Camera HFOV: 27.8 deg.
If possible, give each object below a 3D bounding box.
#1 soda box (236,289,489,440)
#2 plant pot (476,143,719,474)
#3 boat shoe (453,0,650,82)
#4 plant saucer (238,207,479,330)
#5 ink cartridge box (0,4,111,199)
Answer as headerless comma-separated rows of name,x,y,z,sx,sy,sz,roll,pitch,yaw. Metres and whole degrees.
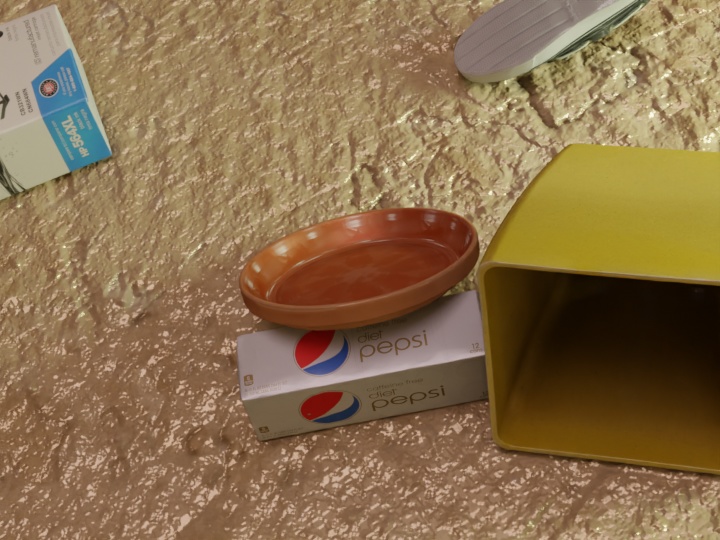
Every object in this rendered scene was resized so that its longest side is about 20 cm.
soda box,0.004,0.076,1.161,0.198,0.068,0.064,-11,54,4
plant pot,0.207,0.013,1.096,0.198,0.201,0.177,5,46,15
boat shoe,0.184,-0.221,1.334,0.199,0.071,0.073,-24,65,20
plant saucer,0.000,0.000,1.190,0.199,0.033,0.201,-10,22,4
ink cartridge box,-0.355,-0.147,1.383,0.199,0.085,0.147,-22,54,-5
